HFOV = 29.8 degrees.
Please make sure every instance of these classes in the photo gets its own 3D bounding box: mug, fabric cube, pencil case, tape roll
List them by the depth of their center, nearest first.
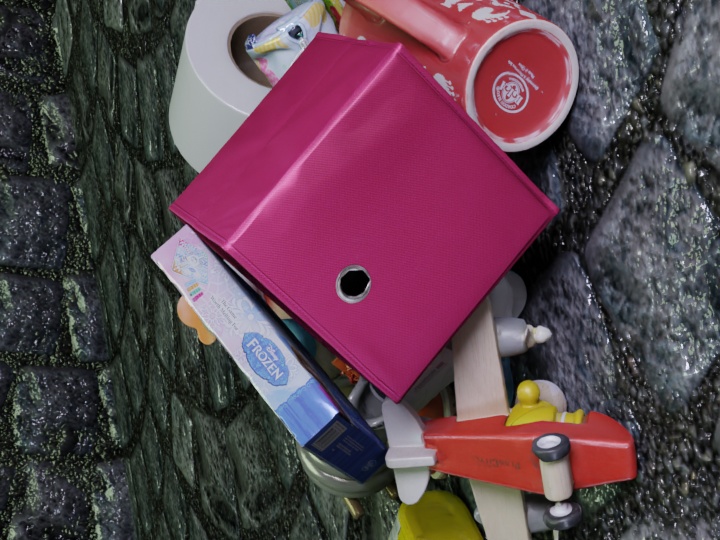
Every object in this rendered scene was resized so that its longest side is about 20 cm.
[{"bbox_3d":[-0.002,-0.048,1.084,0.196,0.200,0.200,43,175,-22],"label":"fabric cube"},{"bbox_3d":[0.065,-0.179,1.122,0.200,0.176,0.135,42,129,53],"label":"mug"},{"bbox_3d":[-0.020,-0.152,1.249,0.201,0.083,0.091,56,162,-18],"label":"pencil case"},{"bbox_3d":[-0.107,-0.203,1.509,0.139,0.201,0.204,115,142,-55],"label":"tape roll"}]

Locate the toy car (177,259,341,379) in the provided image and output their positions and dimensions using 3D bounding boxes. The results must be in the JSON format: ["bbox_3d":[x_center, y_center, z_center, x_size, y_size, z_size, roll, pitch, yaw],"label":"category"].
[{"bbox_3d":[-0.115,0.048,1.523,0.198,0.184,0.179,-12,85,25],"label":"toy car"}]

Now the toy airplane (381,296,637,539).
[{"bbox_3d":[0.117,0.137,1.125,0.199,0.141,0.200,43,132,11],"label":"toy airplane"}]

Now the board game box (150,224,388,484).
[{"bbox_3d":[-0.067,0.074,1.103,0.199,0.043,0.200,48,178,21],"label":"board game box"}]

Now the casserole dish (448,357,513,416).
[{"bbox_3d":[0.092,0.112,1.323,0.200,0.038,0.122,115,142,-56],"label":"casserole dish"}]

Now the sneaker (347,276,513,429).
[{"bbox_3d":[0.058,0.071,1.176,0.076,0.080,0.200,47,121,18],"label":"sneaker"}]

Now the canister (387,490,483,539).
[{"bbox_3d":[0.069,0.341,1.394,0.201,0.086,0.149,106,149,-43],"label":"canister"}]

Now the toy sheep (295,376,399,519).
[{"bbox_3d":[-0.009,0.191,1.491,0.201,0.137,0.139,102,152,-53],"label":"toy sheep"}]

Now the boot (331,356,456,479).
[{"bbox_3d":[0.027,0.107,1.292,0.075,0.106,0.202,133,124,-64],"label":"boot"}]

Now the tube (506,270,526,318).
[{"bbox_3d":[0.091,-0.001,1.278,0.200,0.050,0.078,36,110,65],"label":"tube"}]

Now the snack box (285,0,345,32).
[{"bbox_3d":[-0.006,-0.232,1.325,0.143,0.053,0.200,57,174,-17],"label":"snack box"}]
